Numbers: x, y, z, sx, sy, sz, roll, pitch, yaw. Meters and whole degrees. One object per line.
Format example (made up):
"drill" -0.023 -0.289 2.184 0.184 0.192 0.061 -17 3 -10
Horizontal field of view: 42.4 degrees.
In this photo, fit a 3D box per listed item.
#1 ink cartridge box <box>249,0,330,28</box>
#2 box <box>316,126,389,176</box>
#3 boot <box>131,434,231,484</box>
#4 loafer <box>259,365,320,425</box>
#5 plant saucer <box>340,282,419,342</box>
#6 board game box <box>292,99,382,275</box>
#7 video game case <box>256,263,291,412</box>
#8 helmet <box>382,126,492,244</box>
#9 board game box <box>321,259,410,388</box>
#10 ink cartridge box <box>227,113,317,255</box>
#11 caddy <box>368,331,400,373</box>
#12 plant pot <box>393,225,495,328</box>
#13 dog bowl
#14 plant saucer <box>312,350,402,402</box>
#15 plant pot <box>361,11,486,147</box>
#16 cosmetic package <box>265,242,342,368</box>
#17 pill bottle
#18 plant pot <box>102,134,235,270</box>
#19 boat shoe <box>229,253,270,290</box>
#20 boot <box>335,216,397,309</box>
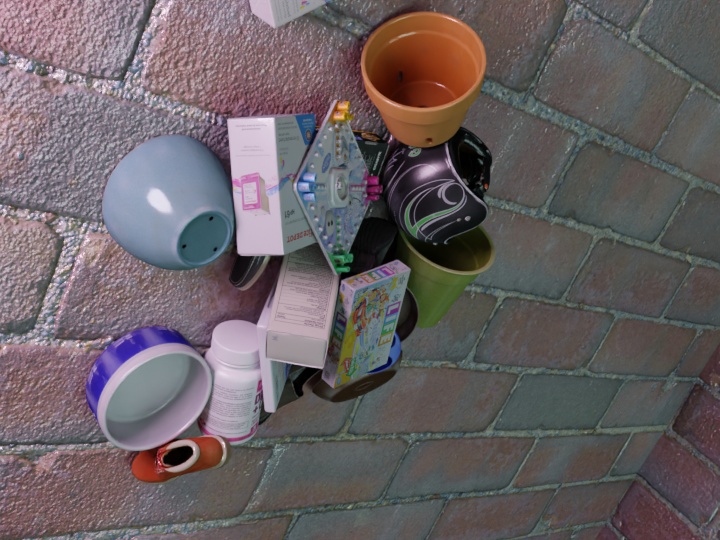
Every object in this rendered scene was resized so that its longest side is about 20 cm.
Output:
"ink cartridge box" -0.068 -0.444 1.315 0.199 0.067 0.117 -33 138 -21
"box" -0.051 -0.141 1.587 0.158 0.049 0.202 -1 121 -40
"boot" -0.333 0.325 1.603 0.198 0.076 0.107 -18 167 23
"loafer" -0.148 0.221 1.763 0.201 0.071 0.073 -49 141 0
"plant saucer" 0.013 0.066 1.747 0.197 0.035 0.203 5 128 6
"board game box" -0.029 -0.131 1.473 0.201 0.025 0.202 65 36 -43
"video game case" -0.143 0.114 1.631 0.183 0.023 0.202 -74 167 -51
"helmet" 0.131 -0.147 1.644 0.189 0.203 0.198 -27 156 37
"board game box" 0.008 0.090 1.562 0.133 0.034 0.202 -21 135 -41
"ink cartridge box" -0.126 -0.131 1.401 0.144 0.083 0.203 -27 117 -65
"caddy" -0.022 0.117 1.702 0.197 0.106 0.143 9 131 2
"plant pot" 0.132 0.003 1.790 0.198 0.201 0.191 -12 142 -36
"dog bowl" -0.352 0.197 1.546 0.198 0.079 0.202 -24 134 -28
"plant saucer" 0.001 0.217 1.855 0.198 0.037 0.201 -23 161 -8
"plant pot" 0.101 -0.297 1.512 0.199 0.200 0.141 -36 155 -16
"cosmetic package" -0.088 0.047 1.510 0.102 0.202 0.088 11 142 0
"pill bottle" -0.224 0.197 1.639 0.112 0.113 0.202 -13 129 -36
"plant pot" -0.262 -0.079 1.370 0.198 0.135 0.202 -25 135 -27
"boat shoe" -0.172 -0.065 1.520 0.064 0.072 0.202 20 103 -43
"boot" 0.000 0.000 1.627 0.200 0.069 0.133 -53 162 -52
